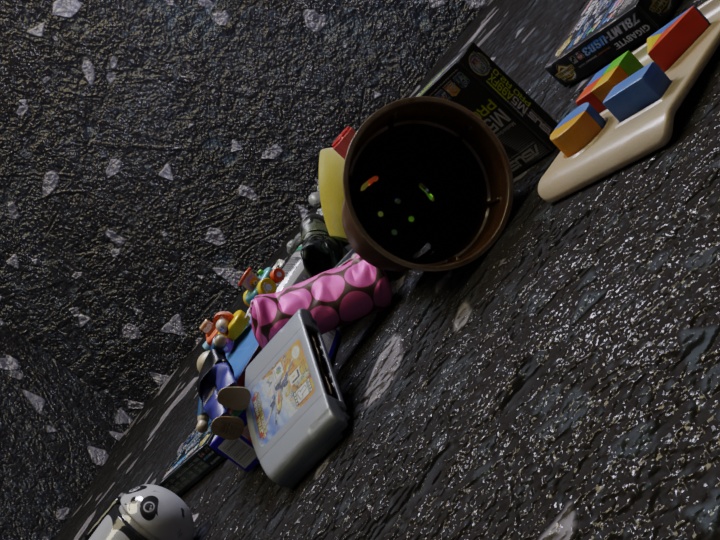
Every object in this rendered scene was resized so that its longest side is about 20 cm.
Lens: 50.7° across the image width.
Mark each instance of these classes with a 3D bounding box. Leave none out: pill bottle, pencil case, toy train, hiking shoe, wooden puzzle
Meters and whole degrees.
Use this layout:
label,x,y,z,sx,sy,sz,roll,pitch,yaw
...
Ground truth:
label,x,y,z,sx,sy,sz,roll,pitch,yaw
pill bottle,-0.121,0.056,1.424,0.201,0.113,0.113,-55,11,-26
pencil case,-0.059,0.042,1.058,0.199,0.094,0.091,-22,-12,-10
toy train,-0.201,0.055,1.229,0.200,0.055,0.150,-51,16,5
hiking shoe,-0.068,-0.035,1.348,0.075,0.101,0.201,-17,57,0
wooden puzzle,0.263,-0.176,0.753,0.201,0.046,0.185,-56,11,-25

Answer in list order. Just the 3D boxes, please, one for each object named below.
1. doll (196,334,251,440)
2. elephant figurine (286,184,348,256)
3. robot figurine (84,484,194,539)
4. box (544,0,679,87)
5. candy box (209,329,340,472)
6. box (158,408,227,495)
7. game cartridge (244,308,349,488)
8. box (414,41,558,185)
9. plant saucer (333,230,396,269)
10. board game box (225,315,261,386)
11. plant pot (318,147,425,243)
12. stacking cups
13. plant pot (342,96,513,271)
label,x,y,z,sx,sy,sz,roll,pitch,yaw
doll,-0.195,0.157,1.024,0.200,0.048,0.138,-143,65,-66
elephant figurine,-0.056,-0.080,1.610,0.141,0.155,0.201,-16,-39,-29
robot figurine,-0.321,0.397,1.056,0.201,0.150,0.125,-53,-2,-12
box,0.352,-0.353,0.986,0.201,0.050,0.198,-55,10,-17
candy box,-0.122,0.170,1.126,0.169,0.077,0.200,-47,9,23
box,-0.276,0.309,1.394,0.200,0.046,0.159,-43,13,37
game cartridge,-0.086,0.154,0.924,0.133,0.041,0.201,-44,37,15
box,0.138,-0.179,0.988,0.044,0.160,0.200,-54,11,-30
plant saucer,0.000,0.000,1.190,0.200,0.036,0.200,-46,-8,-8
board game box,-0.165,0.129,1.149,0.158,0.039,0.201,-22,35,60
plant pot,0.011,-0.117,1.332,0.200,0.198,0.143,-178,100,-77
stacking cups,0.042,-0.123,1.094,0.061,0.200,0.061,-49,12,14
plant pot,0.061,-0.087,0.950,0.201,0.200,0.198,-53,3,-12
